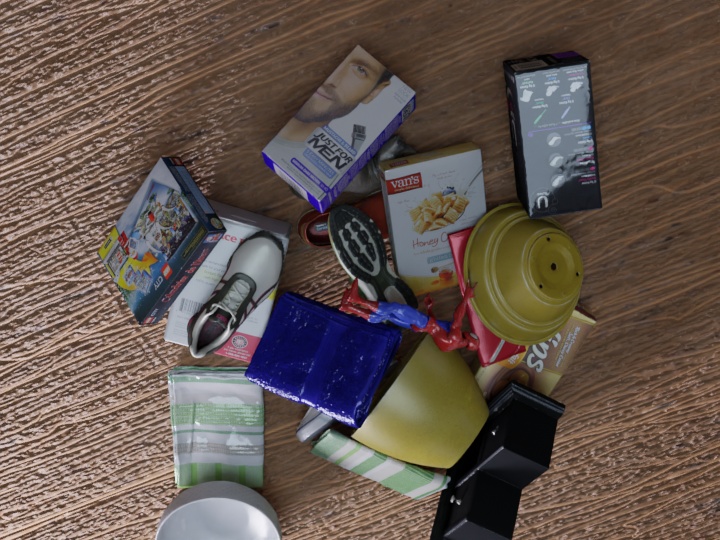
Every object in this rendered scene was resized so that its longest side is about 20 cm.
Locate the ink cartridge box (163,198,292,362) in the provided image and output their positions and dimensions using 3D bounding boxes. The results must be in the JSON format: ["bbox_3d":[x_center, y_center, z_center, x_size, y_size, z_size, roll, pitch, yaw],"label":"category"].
[{"bbox_3d":[-0.191,0.014,1.560,0.143,0.084,0.203,15,107,-5],"label":"ink cartridge box"}]

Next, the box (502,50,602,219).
[{"bbox_3d":[0.262,-0.187,1.469,0.104,0.122,0.203,-8,107,3],"label":"box"}]

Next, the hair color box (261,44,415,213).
[{"bbox_3d":[-0.028,-0.192,1.453,0.109,0.065,0.200,40,80,10],"label":"hair color box"}]

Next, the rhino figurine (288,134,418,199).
[{"bbox_3d":[-0.014,-0.151,1.518,0.196,0.060,0.089,-7,104,2],"label":"rhino figurine"}]

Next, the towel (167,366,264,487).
[{"bbox_3d":[-0.222,0.247,1.663,0.146,0.031,0.203,1,108,1],"label":"towel"}]

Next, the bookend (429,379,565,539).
[{"bbox_3d":[0.195,0.299,1.545,0.091,0.202,0.199,24,144,-7],"label":"bookend"}]

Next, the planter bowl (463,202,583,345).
[{"bbox_3d":[0.247,-0.001,1.485,0.197,0.083,0.204,4,80,-26],"label":"planter bowl"}]

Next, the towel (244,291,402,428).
[{"bbox_3d":[-0.056,0.117,1.496,0.198,0.050,0.149,18,73,27],"label":"towel"}]

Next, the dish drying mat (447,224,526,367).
[{"bbox_3d":[0.183,0.034,1.533,0.076,0.018,0.203,-18,105,-9],"label":"dish drying mat"}]

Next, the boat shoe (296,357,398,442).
[{"bbox_3d":[-0.034,0.177,1.626,0.200,0.071,0.070,-45,75,17],"label":"boat shoe"}]

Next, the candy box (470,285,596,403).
[{"bbox_3d":[0.249,0.122,1.603,0.114,0.055,0.202,28,105,-8],"label":"candy box"}]

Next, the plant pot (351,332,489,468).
[{"bbox_3d":[0.100,0.200,1.541,0.141,0.200,0.201,38,105,2],"label":"plant pot"}]

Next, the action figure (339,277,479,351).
[{"bbox_3d":[0.080,0.044,1.459,0.198,0.065,0.100,25,66,-10],"label":"action figure"}]

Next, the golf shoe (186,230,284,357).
[{"bbox_3d":[-0.170,0.040,1.480,0.077,0.088,0.201,33,104,-9],"label":"golf shoe"}]

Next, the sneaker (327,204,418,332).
[{"bbox_3d":[0.000,0.000,1.515,0.077,0.088,0.202,-37,108,-25],"label":"sneaker"}]

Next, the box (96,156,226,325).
[{"bbox_3d":[-0.283,-0.040,1.508,0.200,0.037,0.137,-48,67,30],"label":"box"}]

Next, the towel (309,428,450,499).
[{"bbox_3d":[0.027,0.294,1.627,0.198,0.153,0.024,25,68,-7],"label":"towel"}]

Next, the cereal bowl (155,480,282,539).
[{"bbox_3d":[-0.218,0.407,1.679,0.196,0.084,0.203,0,118,0],"label":"cereal bowl"}]

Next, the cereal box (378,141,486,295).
[{"bbox_3d":[0.109,-0.070,1.521,0.142,0.040,0.203,-14,118,-8],"label":"cereal box"}]

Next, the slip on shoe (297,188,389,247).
[{"bbox_3d":[0.005,-0.071,1.542,0.197,0.061,0.075,-11,105,2],"label":"slip on shoe"}]
